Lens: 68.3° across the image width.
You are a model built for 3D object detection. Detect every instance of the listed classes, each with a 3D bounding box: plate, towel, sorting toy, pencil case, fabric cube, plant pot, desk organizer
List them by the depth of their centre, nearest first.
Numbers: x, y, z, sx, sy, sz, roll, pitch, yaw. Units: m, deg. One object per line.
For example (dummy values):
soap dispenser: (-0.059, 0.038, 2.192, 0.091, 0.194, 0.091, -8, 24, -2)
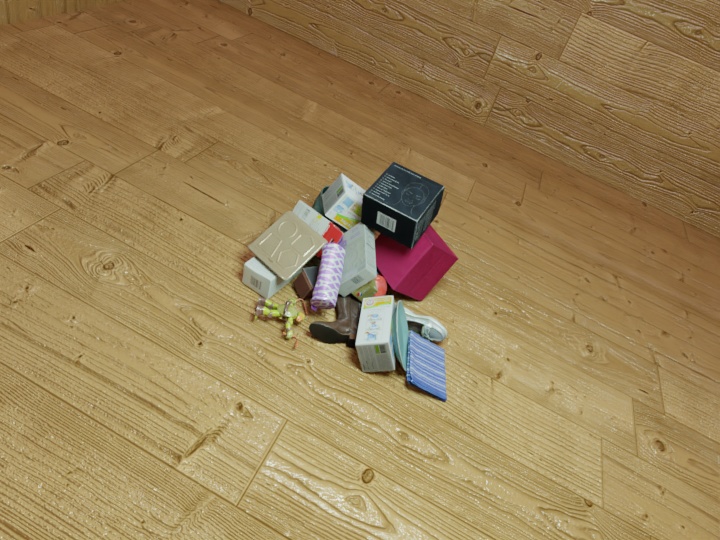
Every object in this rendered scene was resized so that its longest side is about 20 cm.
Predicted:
plate: (0.117, 0.193, 1.571, 0.025, 0.205, 0.203, -6, 35, 14)
towel: (0.202, 0.283, 1.595, 0.142, 0.024, 0.203, 29, 37, -16)
pencil case: (-0.100, 0.016, 1.607, 0.083, 0.083, 0.207, 38, 52, -41)
sorting toy: (-0.227, -0.077, 1.662, 0.183, 0.037, 0.199, 38, 63, 22)
desk organizer: (-0.115, 0.031, 1.717, 0.196, 0.077, 0.073, -12, 65, -46)
fabric cube: (0.176, -0.053, 1.805, 0.197, 0.201, 0.198, 21, 26, -50)
plant pot: (-0.104, -0.177, 1.897, 0.198, 0.134, 0.204, 35, 31, -25)

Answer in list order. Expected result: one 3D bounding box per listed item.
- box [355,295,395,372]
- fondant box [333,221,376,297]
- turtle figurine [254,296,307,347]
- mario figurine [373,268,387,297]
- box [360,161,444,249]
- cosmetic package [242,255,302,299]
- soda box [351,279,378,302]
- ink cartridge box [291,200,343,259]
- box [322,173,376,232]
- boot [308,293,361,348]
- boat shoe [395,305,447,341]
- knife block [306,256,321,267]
box: (0.053, 0.184, 1.570, 0.097, 0.115, 0.203, -6, 37, 13)
fondant box: (-0.021, -0.039, 1.678, 0.058, 0.142, 0.205, 35, 37, -35)
turtle figurine: (-0.229, 0.130, 1.560, 0.155, 0.066, 0.204, 14, 39, -10)
mario figurine: (0.036, 0.040, 1.805, 0.107, 0.122, 0.203, 49, 14, -34)
box: (0.131, -0.208, 1.664, 0.196, 0.126, 0.198, 28, 53, 18)
cosmetic package: (-0.273, -0.010, 1.690, 0.110, 0.083, 0.200, 29, 40, 12)
soda box: (0.000, 0.000, 1.726, 0.064, 0.067, 0.204, 37, 28, -37)
ink cartridge box: (-0.148, -0.124, 1.742, 0.198, 0.118, 0.067, 36, 4, 18)
box: (-0.020, -0.207, 1.780, 0.197, 0.112, 0.104, 30, 32, -35)
boot: (-0.073, 0.131, 1.634, 0.181, 0.065, 0.204, 22, 39, -22)
boat shoe: (0.181, 0.180, 1.697, 0.196, 0.076, 0.065, 25, 43, 11)
knife block: (-0.172, -0.081, 1.836, 0.175, 0.065, 0.197, 41, 43, 22)
